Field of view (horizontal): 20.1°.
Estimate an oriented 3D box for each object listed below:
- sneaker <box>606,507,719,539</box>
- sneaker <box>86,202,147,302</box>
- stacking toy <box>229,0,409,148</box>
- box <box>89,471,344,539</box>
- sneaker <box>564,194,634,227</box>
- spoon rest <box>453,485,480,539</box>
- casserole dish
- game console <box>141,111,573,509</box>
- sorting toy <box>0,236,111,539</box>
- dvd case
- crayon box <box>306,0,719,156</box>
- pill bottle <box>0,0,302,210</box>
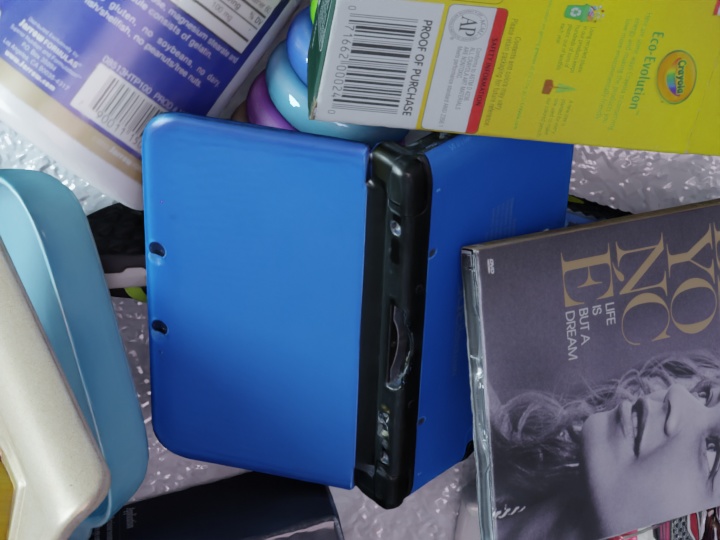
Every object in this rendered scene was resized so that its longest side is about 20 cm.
[{"bbox_3d":[0.158,0.130,1.040,0.074,0.081,0.201,-26,121,-10],"label":"sneaker"},{"bbox_3d":[-0.051,0.012,1.007,0.199,0.072,0.083,0,118,0],"label":"sneaker"},{"bbox_3d":[0.007,-0.119,0.928,0.085,0.086,0.200,18,129,-11],"label":"stacking toy"},{"bbox_3d":[-0.087,0.222,1.017,0.199,0.117,0.197,-14,102,-4],"label":"box"},{"bbox_3d":[0.125,0.006,1.034,0.199,0.066,0.079,15,102,-11],"label":"sneaker"},{"bbox_3d":[0.068,0.196,1.073,0.099,0.061,0.201,-1,114,-7],"label":"spoon rest"},{"bbox_3d":[-0.154,0.033,0.981,0.039,0.121,0.201,-24,105,-36],"label":"casserole dish"},{"bbox_3d":[0.000,0.000,0.961,0.170,0.118,0.201,-30,138,-36],"label":"game console"},{"bbox_3d":[-0.201,0.099,0.926,0.036,0.185,0.200,10,128,-42],"label":"sorting toy"},{"bbox_3d":[0.135,0.048,0.964,0.199,0.016,0.149,-11,101,-34],"label":"dvd case"},{"bbox_3d":[0.084,-0.114,0.852,0.199,0.051,0.127,6,133,-9],"label":"crayon box"},{"bbox_3d":[-0.089,-0.140,0.948,0.120,0.120,0.200,36,91,-13],"label":"pill bottle"}]
